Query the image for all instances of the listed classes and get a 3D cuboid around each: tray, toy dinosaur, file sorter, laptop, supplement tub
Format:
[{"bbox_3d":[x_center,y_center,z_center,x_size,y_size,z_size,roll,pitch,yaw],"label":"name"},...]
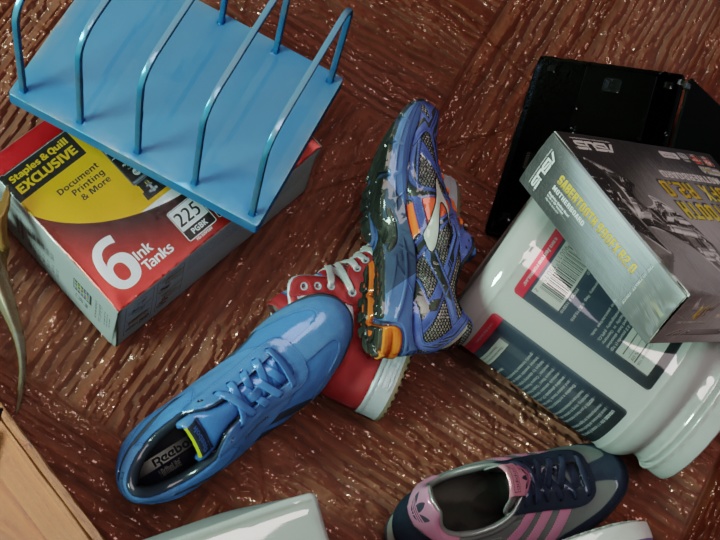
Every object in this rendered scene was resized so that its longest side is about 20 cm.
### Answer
[{"bbox_3d":[-0.271,0.141,0.906,0.098,0.037,0.200,-36,82,-22],"label":"tray"},{"bbox_3d":[-0.264,-0.013,0.938,0.060,0.106,0.201,-24,70,-16],"label":"toy dinosaur"},{"bbox_3d":[-0.121,-0.149,0.910,0.199,0.123,0.139,28,66,1],"label":"file sorter"},{"bbox_3d":[0.227,-0.068,1.111,0.198,0.103,0.178,11,65,19],"label":"laptop"},{"bbox_3d":[0.178,0.045,0.987,0.199,0.140,0.141,37,67,2],"label":"supplement tub"}]

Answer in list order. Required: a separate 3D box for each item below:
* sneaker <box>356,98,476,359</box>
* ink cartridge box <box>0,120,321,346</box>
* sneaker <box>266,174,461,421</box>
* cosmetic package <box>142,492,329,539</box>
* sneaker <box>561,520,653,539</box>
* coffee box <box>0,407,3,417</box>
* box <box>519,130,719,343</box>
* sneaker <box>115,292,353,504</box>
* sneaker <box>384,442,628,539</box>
[{"bbox_3d":[0.043,-0.028,0.952,0.078,0.075,0.202,9,69,-15],"label":"sneaker"},{"bbox_3d":[-0.163,-0.079,0.986,0.176,0.084,0.200,45,67,7],"label":"ink cartridge box"},{"bbox_3d":[0.000,0.000,1.001,0.112,0.071,0.201,23,69,-7],"label":"sneaker"},{"bbox_3d":[-0.093,0.259,0.817,0.164,0.165,0.202,-15,83,-21],"label":"cosmetic package"},{"bbox_3d":[0.127,0.254,0.921,0.199,0.073,0.115,-24,75,-6],"label":"sneaker"},{"bbox_3d":[-0.294,0.172,0.816,0.079,0.113,0.202,11,83,5],"label":"coffee box"},{"bbox_3d":[0.227,-0.022,0.942,0.199,0.048,0.159,2,43,-42],"label":"box"},{"bbox_3d":[-0.082,0.092,0.914,0.200,0.078,0.066,-38,96,-4],"label":"sneaker"},{"bbox_3d":[0.118,0.163,0.957,0.199,0.082,0.071,-15,63,-23],"label":"sneaker"}]
